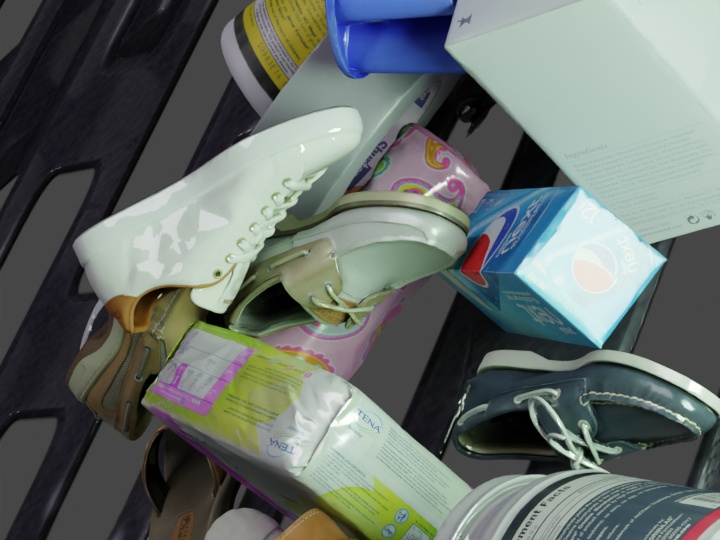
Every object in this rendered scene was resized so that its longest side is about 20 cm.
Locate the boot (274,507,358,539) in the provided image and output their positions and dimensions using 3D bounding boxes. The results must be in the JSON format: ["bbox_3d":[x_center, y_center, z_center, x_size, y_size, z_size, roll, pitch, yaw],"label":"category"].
[{"bbox_3d":[-0.039,0.241,1.313,0.200,0.074,0.155,-42,72,-11],"label":"boot"}]

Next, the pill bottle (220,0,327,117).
[{"bbox_3d":[0.007,-0.187,1.742,0.200,0.112,0.113,-36,34,20],"label":"pill bottle"}]

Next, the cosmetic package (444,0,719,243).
[{"bbox_3d":[0.171,-0.160,1.434,0.123,0.200,0.200,-17,44,39],"label":"cosmetic package"}]

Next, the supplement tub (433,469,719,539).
[{"bbox_3d":[0.137,0.172,1.179,0.200,0.140,0.141,4,59,52],"label":"supplement tub"}]

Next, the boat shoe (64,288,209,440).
[{"bbox_3d":[-0.124,0.042,1.586,0.072,0.076,0.200,-31,-16,-39],"label":"boat shoe"}]

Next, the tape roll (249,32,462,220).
[{"bbox_3d":[-0.003,-0.105,1.605,0.201,0.066,0.200,-51,-6,-7],"label":"tape roll"}]

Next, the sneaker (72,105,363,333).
[{"bbox_3d":[-0.073,-0.026,1.471,0.199,0.073,0.085,-30,81,17],"label":"sneaker"}]

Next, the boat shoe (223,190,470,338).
[{"bbox_3d":[-0.010,0.001,1.471,0.200,0.075,0.069,-13,55,50],"label":"boat shoe"}]

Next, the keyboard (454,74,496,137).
[{"bbox_3d":[0.109,-0.162,1.607,0.200,0.021,0.127,-45,20,59],"label":"keyboard"}]

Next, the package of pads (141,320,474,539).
[{"bbox_3d":[-0.026,0.108,1.429,0.068,0.154,0.200,-55,33,-11],"label":"package of pads"}]

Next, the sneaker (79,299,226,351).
[{"bbox_3d":[-0.120,0.032,1.676,0.200,0.076,0.114,-34,19,16],"label":"sneaker"}]

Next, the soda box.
[{"bbox_3d":[0.105,-0.004,1.408,0.064,0.068,0.200,-52,10,-7],"label":"soda box"}]

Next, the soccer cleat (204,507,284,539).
[{"bbox_3d":[-0.073,0.205,1.454,0.069,0.078,0.200,-37,34,17],"label":"soccer cleat"}]

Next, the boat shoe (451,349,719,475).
[{"bbox_3d":[0.121,0.083,1.354,0.200,0.075,0.062,3,56,52],"label":"boat shoe"}]

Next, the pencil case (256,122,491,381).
[{"bbox_3d":[0.000,0.000,1.577,0.200,0.087,0.087,-50,32,-2],"label":"pencil case"}]

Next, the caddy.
[{"bbox_3d":[0.027,-0.210,1.464,0.104,0.142,0.201,6,64,15],"label":"caddy"}]

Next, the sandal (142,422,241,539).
[{"bbox_3d":[-0.117,0.132,1.601,0.080,0.054,0.200,-27,32,29],"label":"sandal"}]
